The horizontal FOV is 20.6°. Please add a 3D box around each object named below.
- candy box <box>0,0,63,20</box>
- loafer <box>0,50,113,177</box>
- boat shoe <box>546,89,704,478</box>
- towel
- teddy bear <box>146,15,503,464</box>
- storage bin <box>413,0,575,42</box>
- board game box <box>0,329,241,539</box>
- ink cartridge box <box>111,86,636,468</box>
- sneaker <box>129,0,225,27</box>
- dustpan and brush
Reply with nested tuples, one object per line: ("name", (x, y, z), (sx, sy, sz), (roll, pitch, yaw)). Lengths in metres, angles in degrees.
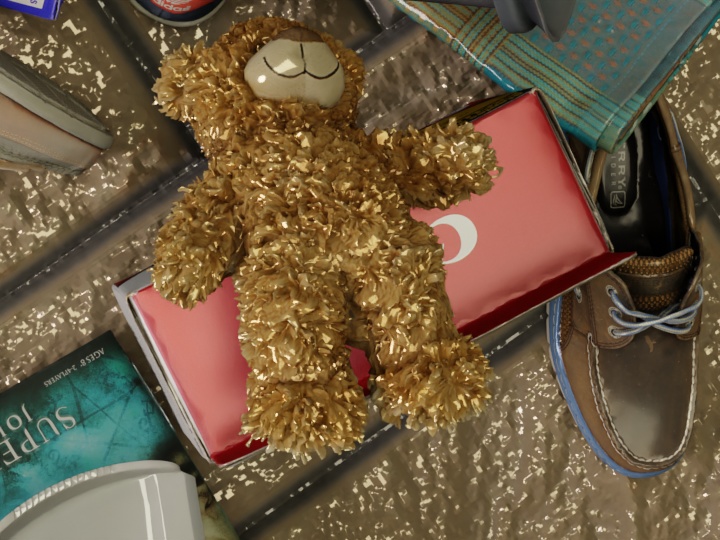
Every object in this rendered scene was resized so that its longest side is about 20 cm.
("candy box", (-0.202, -0.219, 0.847), (0.199, 0.077, 0.170), (15, 62, -12))
("loafer", (-0.193, -0.078, 0.856), (0.200, 0.072, 0.063), (28, 99, -50))
("boat shoe", (0.127, 0.003, 0.947), (0.072, 0.072, 0.201), (-11, 94, -9))
("towel", (0.080, -0.165, 0.924), (0.200, 0.022, 0.147), (38, 85, 12))
("teddy bear", (-0.015, -0.020, 0.783), (0.144, 0.067, 0.201), (0, 65, 3))
("storage bin", (0.032, -0.199, 0.860), (0.134, 0.146, 0.201), (4, 58, 22))
("board game box", (-0.161, 0.133, 0.884), (0.200, 0.028, 0.136), (-31, 85, -24))
("ink cartridge box", (0.000, 0.000, 0.872), (0.199, 0.176, 0.084), (-28, 96, -8))
("sneaker", (-0.054, -0.209, 0.899), (0.075, 0.085, 0.201), (16, 89, -10))
("dustpan and brush", (-0.148, 0.157, 0.832), (0.199, 0.057, 0.140), (-6, 78, -20))
